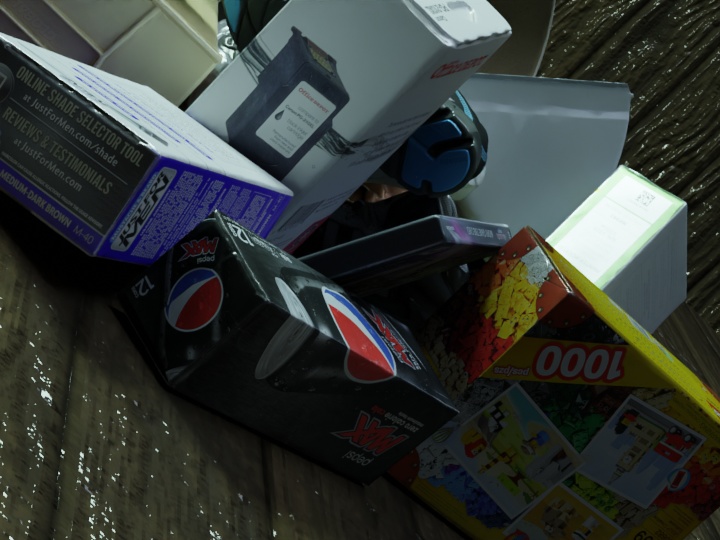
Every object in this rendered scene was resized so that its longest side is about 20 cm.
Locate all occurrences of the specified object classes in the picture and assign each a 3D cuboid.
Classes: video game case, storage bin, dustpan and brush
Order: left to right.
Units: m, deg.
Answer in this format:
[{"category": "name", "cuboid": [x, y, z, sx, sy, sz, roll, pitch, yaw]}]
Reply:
[{"category": "storage bin", "cuboid": [-0.178, -0.175, 1.427, 0.198, 0.094, 0.200, 43, 11, -14]}, {"category": "video game case", "cuboid": [0.000, 0.000, 1.350, 0.200, 0.142, 0.019, 5, 68, -76]}, {"category": "dustpan and brush", "cuboid": [0.100, -0.031, 1.623, 0.139, 0.201, 0.057, 2, 9, -19]}]

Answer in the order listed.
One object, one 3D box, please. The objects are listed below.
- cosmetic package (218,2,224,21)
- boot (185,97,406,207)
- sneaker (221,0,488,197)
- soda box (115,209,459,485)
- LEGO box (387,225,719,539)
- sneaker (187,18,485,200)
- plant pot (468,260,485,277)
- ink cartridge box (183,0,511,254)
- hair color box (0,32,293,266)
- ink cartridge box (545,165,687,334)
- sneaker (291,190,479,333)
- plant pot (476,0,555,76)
[{"category": "cosmetic package", "cuboid": [-0.098, -0.211, 1.759, 0.102, 0.074, 0.200, 50, -14, 9]}, {"category": "boot", "cuboid": [-0.035, -0.047, 1.621, 0.199, 0.077, 0.156, 28, 38, -11]}, {"category": "sneaker", "cuboid": [-0.004, -0.121, 1.480, 0.200, 0.073, 0.082, 46, 18, 6]}, {"category": "soda box", "cuboid": [-0.032, 0.043, 1.230, 0.200, 0.071, 0.063, 32, 23, -55]}, {"category": "LEGO box", "cuboid": [0.114, 0.093, 1.418, 0.200, 0.149, 0.077, 39, 12, -35]}, {"category": "sneaker", "cuboid": [-0.019, -0.088, 1.555, 0.199, 0.100, 0.078, 23, 48, -5]}, {"category": "plant pot", "cuboid": [0.086, -0.008, 1.762, 0.141, 0.141, 0.200, 42, 6, -25]}, {"category": "ink cartridge box", "cuboid": [-0.024, -0.091, 1.371, 0.084, 0.200, 0.145, 47, 18, 5]}, {"category": "hair color box", "cuboid": [-0.120, -0.053, 1.219, 0.109, 0.065, 0.200, 36, 5, 16]}, {"category": "ink cartridge box", "cuboid": [0.131, 0.036, 1.584, 0.059, 0.200, 0.104, 32, -28, 27]}, {"category": "sneaker", "cuboid": [-0.007, -0.031, 1.504, 0.200, 0.114, 0.075, 47, 10, 6]}, {"category": "plant pot", "cuboid": [0.029, -0.192, 1.656, 0.134, 0.201, 0.200, 14, -7, 29]}]
